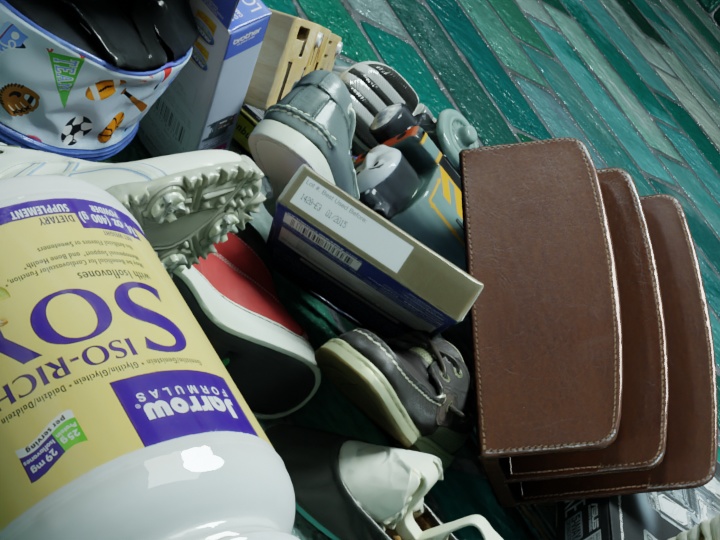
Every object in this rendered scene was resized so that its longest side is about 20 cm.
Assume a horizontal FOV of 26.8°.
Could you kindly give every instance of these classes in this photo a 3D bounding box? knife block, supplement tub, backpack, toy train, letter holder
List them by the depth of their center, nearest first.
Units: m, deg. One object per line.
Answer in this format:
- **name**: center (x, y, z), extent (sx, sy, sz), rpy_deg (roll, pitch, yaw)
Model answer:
- **supplement tub**: center (-0.115, 0.077, 0.605), extent (0.145, 0.145, 0.200), rpy_deg (8, 40, -53)
- **backpack**: center (-0.197, -0.143, 0.852), extent (0.190, 0.154, 0.200), rpy_deg (36, 29, 7)
- **letter holder**: center (0.141, 0.028, 0.917), extent (0.101, 0.141, 0.201), rpy_deg (63, 22, -62)
- **knife block**: center (-0.107, -0.160, 1.041), extent (0.175, 0.064, 0.200), rpy_deg (18, 7, 3)
- **toy train**: center (0.068, -0.021, 1.051), extent (0.200, 0.085, 0.114), rpy_deg (51, 36, -22)

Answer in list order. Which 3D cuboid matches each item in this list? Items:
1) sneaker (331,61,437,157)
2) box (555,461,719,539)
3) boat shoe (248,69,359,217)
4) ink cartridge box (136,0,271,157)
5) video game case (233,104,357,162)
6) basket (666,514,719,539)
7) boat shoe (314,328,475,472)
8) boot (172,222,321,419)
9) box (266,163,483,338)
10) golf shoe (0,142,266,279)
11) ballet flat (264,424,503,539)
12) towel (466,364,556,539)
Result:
- **sneaker**: center (0.028, -0.091, 1.159), extent (0.200, 0.075, 0.115), rpy_deg (51, -13, -32)
- **box**: center (0.195, 0.177, 0.983), extent (0.158, 0.050, 0.200), rpy_deg (39, 30, -20)
- **boat shoe**: center (-0.023, -0.062, 0.962), extent (0.073, 0.062, 0.200), rpy_deg (27, -15, 14)
- **ink cartridge box**: center (-0.116, -0.152, 0.949), extent (0.042, 0.200, 0.119), rpy_deg (-30, 71, -29)
- **video game case**: center (-0.017, -0.091, 1.204), extent (0.181, 0.026, 0.200), rpy_deg (42, 22, -1)
- **basket**: center (0.233, 0.244, 0.784), extent (0.198, 0.161, 0.201), rpy_deg (28, 49, -30)
- **boat shoe**: center (0.029, 0.064, 0.872), extent (0.073, 0.065, 0.200), rpy_deg (42, -5, 20)
- **boot**: center (-0.116, -0.009, 0.855), extent (0.200, 0.072, 0.145), rpy_deg (33, 23, -41)
- **box**: center (0.000, 0.000, 0.918), extent (0.121, 0.032, 0.200), rpy_deg (34, -12, -1)
- **golf shoe**: center (-0.146, -0.035, 0.717), extent (0.199, 0.078, 0.097), rpy_deg (-17, 60, -19)
- **ballet flat**: center (0.033, 0.142, 0.826), extent (0.200, 0.068, 0.068), rpy_deg (44, 25, 5)
- **towel**: center (0.138, 0.146, 1.049), extent (0.146, 0.022, 0.200), rpy_deg (14, 35, -48)
